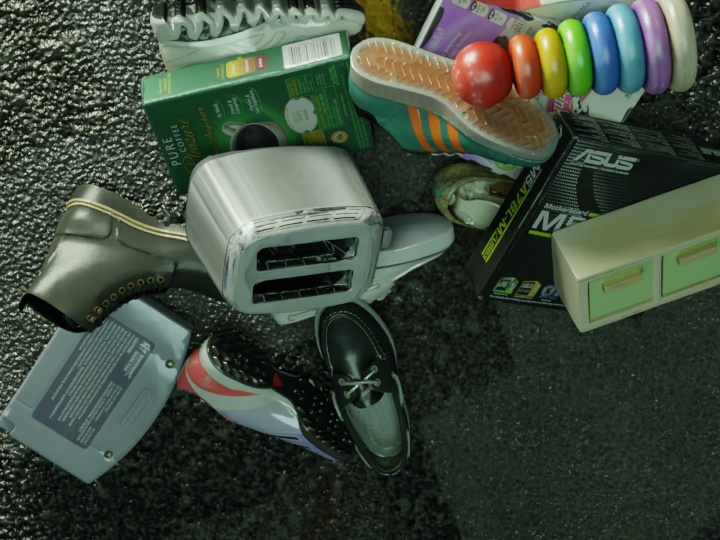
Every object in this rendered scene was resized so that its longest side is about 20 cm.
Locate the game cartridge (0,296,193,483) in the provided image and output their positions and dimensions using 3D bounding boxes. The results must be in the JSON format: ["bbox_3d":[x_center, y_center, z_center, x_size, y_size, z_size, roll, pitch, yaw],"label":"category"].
[{"bbox_3d":[-0.259,0.110,1.431,0.133,0.041,0.201,34,103,-6],"label":"game cartridge"}]

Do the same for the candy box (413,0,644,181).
[{"bbox_3d":[0.145,-0.175,1.299,0.198,0.072,0.168,24,131,-5],"label":"candy box"}]

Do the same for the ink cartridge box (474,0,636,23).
[{"bbox_3d":[0.162,-0.294,1.228,0.198,0.162,0.050,8,152,-30],"label":"ink cartridge box"}]

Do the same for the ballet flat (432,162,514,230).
[{"bbox_3d":[0.165,-0.056,1.369,0.198,0.071,0.071,12,106,-4],"label":"ballet flat"}]

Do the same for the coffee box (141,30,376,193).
[{"bbox_3d":[-0.094,-0.147,1.326,0.198,0.044,0.123,-14,139,4],"label":"coffee box"}]

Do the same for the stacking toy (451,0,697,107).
[{"bbox_3d":[0.175,-0.175,1.187,0.198,0.085,0.086,-11,106,0],"label":"stacking toy"}]

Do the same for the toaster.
[{"bbox_3d":[-0.073,-0.037,1.289,0.198,0.129,0.114,-6,126,-24],"label":"toaster"}]

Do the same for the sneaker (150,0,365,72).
[{"bbox_3d":[-0.093,-0.219,1.327,0.198,0.075,0.082,-5,119,3],"label":"sneaker"}]

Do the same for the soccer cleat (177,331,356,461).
[{"bbox_3d":[-0.091,0.136,1.425,0.199,0.069,0.073,34,129,-23],"label":"soccer cleat"}]

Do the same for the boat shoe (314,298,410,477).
[{"bbox_3d":[0.008,0.115,1.391,0.075,0.061,0.201,-19,122,10],"label":"boat shoe"}]

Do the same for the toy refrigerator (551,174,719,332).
[{"bbox_3d":[0.277,-0.018,1.283,0.198,0.070,0.076,-18,138,-6],"label":"toy refrigerator"}]

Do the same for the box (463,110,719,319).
[{"bbox_3d":[0.223,-0.046,1.315,0.198,0.048,0.194,8,131,-29],"label":"box"}]

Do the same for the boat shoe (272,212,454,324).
[{"bbox_3d":[0.000,0.000,1.390,0.198,0.074,0.066,-15,120,8],"label":"boat shoe"}]

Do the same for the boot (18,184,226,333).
[{"bbox_3d":[-0.210,0.021,1.349,0.198,0.139,0.078,22,149,3],"label":"boot"}]

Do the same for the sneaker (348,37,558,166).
[{"bbox_3d":[0.080,-0.135,1.253,0.199,0.072,0.080,27,149,15],"label":"sneaker"}]
